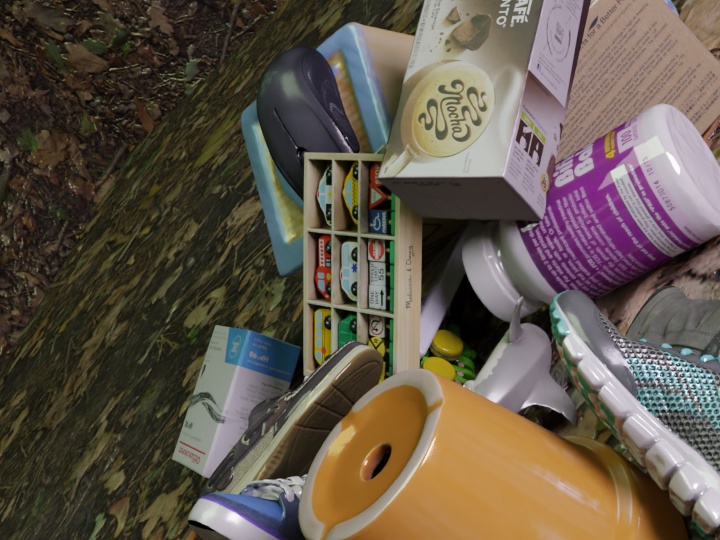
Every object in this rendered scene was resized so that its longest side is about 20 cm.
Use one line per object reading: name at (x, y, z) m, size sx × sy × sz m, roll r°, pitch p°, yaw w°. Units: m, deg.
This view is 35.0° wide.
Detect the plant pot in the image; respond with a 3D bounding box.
plant pot at (0.068, 0.164, 0.712) m, size 0.200 × 0.183 × 0.200 m, roll -42°, pitch 21°, yaw 21°

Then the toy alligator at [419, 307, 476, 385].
toy alligator at (0.080, 0.085, 1.025) m, size 0.200 × 0.054 × 0.059 m, roll -66°, pitch -2°, yaw -56°

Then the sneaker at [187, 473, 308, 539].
sneaker at (-0.032, 0.165, 0.889) m, size 0.080 × 0.200 × 0.147 m, roll -1°, pitch 63°, yaw 49°

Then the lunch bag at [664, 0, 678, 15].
lunch bag at (0.233, -0.272, 1.108) m, size 0.077 × 0.200 × 0.161 m, roll -34°, pitch 23°, yaw 32°

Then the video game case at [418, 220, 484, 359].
video game case at (0.038, 0.060, 1.090) m, size 0.182 × 0.023 × 0.200 m, roll -50°, pitch 6°, yaw 42°

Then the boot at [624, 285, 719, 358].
boot at (0.236, 0.029, 0.761) m, size 0.200 × 0.068 × 0.131 m, roll -52°, pitch 22°, yaw 2°

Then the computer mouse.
computer mouse at (-0.047, -0.128, 1.059) m, size 0.139 × 0.053 × 0.200 m, roll -46°, pitch 59°, yaw 37°

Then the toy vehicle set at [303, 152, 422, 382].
toy vehicle set at (0.000, 0.000, 0.976) m, size 0.124 × 0.026 × 0.201 m, roll 6°, pitch 98°, yaw 48°

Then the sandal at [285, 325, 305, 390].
sandal at (-0.059, 0.103, 1.271) m, size 0.200 × 0.054 × 0.082 m, roll -48°, pitch 32°, yaw 28°

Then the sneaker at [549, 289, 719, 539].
sneaker at (0.194, 0.078, 0.670) m, size 0.091 × 0.200 × 0.078 m, roll -39°, pitch -24°, yaw -3°

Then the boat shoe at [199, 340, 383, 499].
boat shoe at (-0.063, 0.132, 0.930) m, size 0.066 × 0.072 × 0.201 m, roll 39°, pitch 93°, yaw 36°

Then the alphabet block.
alphabet block at (0.026, -0.113, 1.164) m, size 0.196 × 0.200 × 0.196 m, roll -29°, pitch 69°, yaw 42°

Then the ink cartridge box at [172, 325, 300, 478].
ink cartridge box at (-0.142, 0.166, 1.241) m, size 0.116 × 0.067 × 0.201 m, roll 0°, pitch 71°, yaw 64°

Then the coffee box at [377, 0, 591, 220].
coffee box at (0.100, -0.146, 0.898) m, size 0.113 × 0.080 × 0.201 m, roll 4°, pitch 70°, yaw 35°

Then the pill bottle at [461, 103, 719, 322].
pill bottle at (0.183, -0.037, 0.909) m, size 0.200 × 0.112 × 0.112 m, roll -31°, pitch 27°, yaw 30°

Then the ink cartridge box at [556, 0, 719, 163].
ink cartridge box at (0.202, -0.141, 0.995) m, size 0.200 × 0.165 × 0.075 m, roll -48°, pitch 20°, yaw 4°

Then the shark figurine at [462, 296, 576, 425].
shark figurine at (0.115, 0.113, 0.872) m, size 0.215 × 0.089 × 0.128 m, roll -53°, pitch -15°, yaw -30°

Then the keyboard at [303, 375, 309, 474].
keyboard at (-0.039, 0.193, 0.965) m, size 0.011 × 0.056 × 0.201 m, roll 8°, pitch -87°, yaw -79°
